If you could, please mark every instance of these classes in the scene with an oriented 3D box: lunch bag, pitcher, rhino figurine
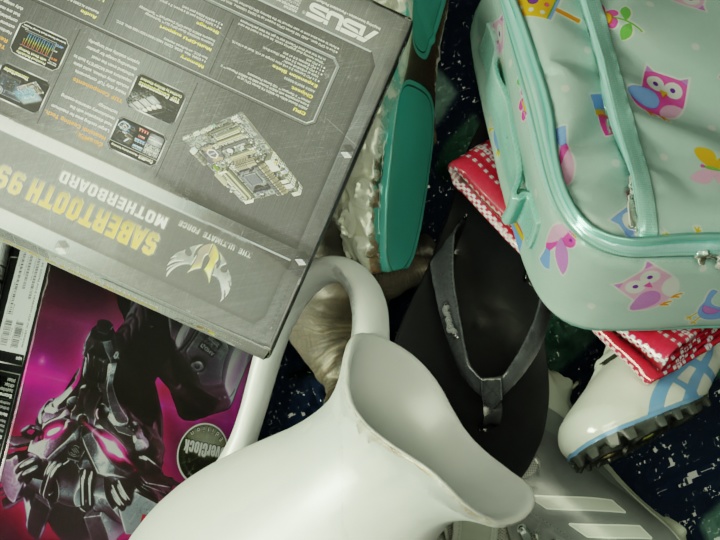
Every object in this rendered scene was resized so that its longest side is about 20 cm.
[{"bbox_3d":[0.133,-0.068,0.910,0.159,0.077,0.202,1,54,-18],"label":"lunch bag"},{"bbox_3d":[-0.036,0.108,0.898,0.200,0.121,0.172,-48,45,23],"label":"pitcher"},{"bbox_3d":[0.000,0.000,0.995,0.086,0.060,0.202,-7,86,-8],"label":"rhino figurine"}]

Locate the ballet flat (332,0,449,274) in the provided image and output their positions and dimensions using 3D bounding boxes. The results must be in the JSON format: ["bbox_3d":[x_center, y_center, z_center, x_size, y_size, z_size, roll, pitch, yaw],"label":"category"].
[{"bbox_3d":[0.006,-0.096,0.951,0.071,0.072,0.202,10,81,-2],"label":"ballet flat"}]

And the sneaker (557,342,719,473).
[{"bbox_3d":[0.144,0.030,0.960,0.073,0.072,0.200,53,45,-1],"label":"sneaker"}]

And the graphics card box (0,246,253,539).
[{"bbox_3d":[-0.122,0.079,0.958,0.125,0.051,0.202,18,81,-34],"label":"graphics card box"}]

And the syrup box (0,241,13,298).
[{"bbox_3d":[-0.204,-0.012,0.972,0.078,0.081,0.202,13,84,1],"label":"syrup box"}]

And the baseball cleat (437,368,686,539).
[{"bbox_3d":[0.094,0.129,0.973,0.106,0.070,0.201,-37,88,-22],"label":"baseball cleat"}]

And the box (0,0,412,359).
[{"bbox_3d":[-0.097,-0.074,0.871,0.198,0.048,0.160,23,82,-3],"label":"box"}]

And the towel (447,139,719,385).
[{"bbox_3d":[0.154,-0.040,0.963,0.199,0.023,0.145,-29,66,-36],"label":"towel"}]

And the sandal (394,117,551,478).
[{"bbox_3d":[0.059,0.009,0.941,0.075,0.043,0.202,13,67,-6],"label":"sandal"}]
